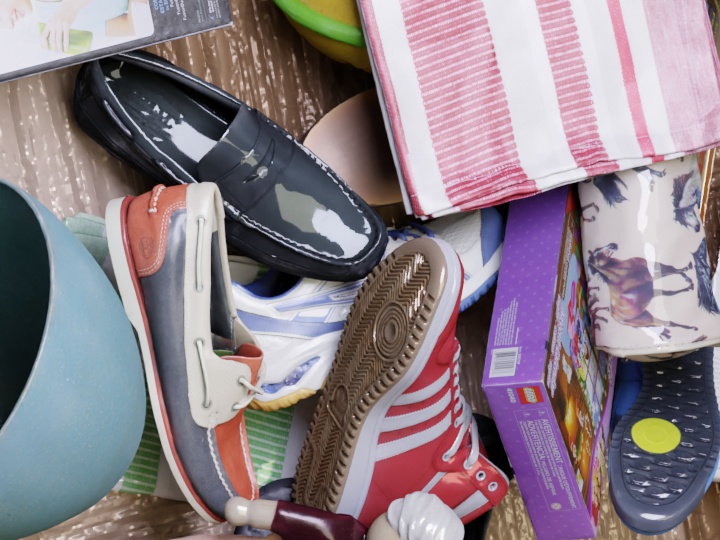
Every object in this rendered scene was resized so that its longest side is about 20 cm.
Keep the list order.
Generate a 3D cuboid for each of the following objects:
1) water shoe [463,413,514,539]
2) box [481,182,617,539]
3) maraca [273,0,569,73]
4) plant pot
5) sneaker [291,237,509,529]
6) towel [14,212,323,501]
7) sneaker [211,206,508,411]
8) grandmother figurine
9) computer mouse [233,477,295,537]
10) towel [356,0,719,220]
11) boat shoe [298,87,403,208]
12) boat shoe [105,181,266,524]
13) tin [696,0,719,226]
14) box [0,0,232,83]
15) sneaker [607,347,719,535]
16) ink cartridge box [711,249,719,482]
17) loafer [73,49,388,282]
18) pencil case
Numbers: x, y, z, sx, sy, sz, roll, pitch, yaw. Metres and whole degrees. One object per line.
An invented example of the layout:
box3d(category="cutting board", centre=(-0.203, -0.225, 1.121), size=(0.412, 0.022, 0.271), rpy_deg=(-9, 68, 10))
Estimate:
box3d(category="water shoe", centre=(0.024, 0.170, 1.719), size=(0.071, 0.079, 0.200), rpy_deg=(34, 78, -25))
box3d(category="box", centre=(0.116, 0.039, 1.694), size=(0.200, 0.039, 0.137), rpy_deg=(-79, 156, -43))
box3d(category="maraca", centre=(0.043, -0.168, 1.670), size=(0.199, 0.137, 0.107), rpy_deg=(5, 134, -5))
box3d(category="plant pot", centre=(-0.194, 0.066, 1.545), size=(0.135, 0.200, 0.201), rpy_deg=(33, 78, -44))
box3d(category="sneaker", centre=(0.043, 0.070, 1.631), size=(0.112, 0.071, 0.200), rpy_deg=(6, 124, -28))
box3d(category="towel", centre=(-0.100, 0.059, 1.677), size=(0.199, 0.023, 0.153), rpy_deg=(13, 88, -28))
box3d(category="sneaker", centre=(0.000, 0.000, 1.669), size=(0.200, 0.075, 0.088), rpy_deg=(-31, 107, -22))
box3d(category="grandmother figurine", centre=(-0.034, 0.165, 1.605), size=(0.121, 0.199, 0.061), rpy_deg=(44, 38, -53))
box3d(category="computer mouse", centre=(-0.077, 0.220, 1.683), size=(0.140, 0.046, 0.201), rpy_deg=(4, 81, 2))
box3d(category="towel", centre=(0.106, -0.119, 1.617), size=(0.199, 0.023, 0.145), rpy_deg=(-14, 92, -14))
box3d(category="boat shoe", centre=(0.043, -0.084, 1.716), size=(0.199, 0.070, 0.071), rpy_deg=(-21, 91, -24))
box3d(category="boat shoe", centre=(-0.085, 0.047, 1.599), size=(0.062, 0.071, 0.201), rpy_deg=(-11, 106, 12))
box3d(category="tin", centre=(0.192, -0.077, 1.782), size=(0.112, 0.042, 0.201), rpy_deg=(21, 78, -66))
box3d(category="box", centre=(-0.185, -0.142, 1.567), size=(0.199, 0.117, 0.060), rpy_deg=(-17, 103, -28))
box3d(category="sneaker", centre=(0.183, 0.104, 1.752), size=(0.066, 0.200, 0.079), rpy_deg=(9, 128, 2))
box3d(category="ink cartridge box", centre=(0.279, 0.042, 1.869), size=(0.160, 0.050, 0.201), rpy_deg=(8, 86, -28))
box3d(category="loafer", centre=(-0.073, -0.060, 1.613), size=(0.200, 0.070, 0.068), rpy_deg=(32, 70, 4))
box3d(category="pencil case", centre=(0.168, -0.047, 1.684), size=(0.089, 0.078, 0.201), rpy_deg=(2, 82, -52))
